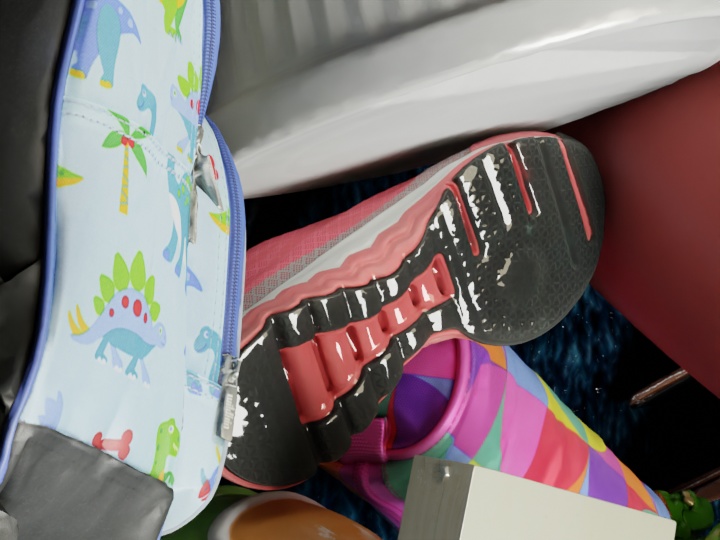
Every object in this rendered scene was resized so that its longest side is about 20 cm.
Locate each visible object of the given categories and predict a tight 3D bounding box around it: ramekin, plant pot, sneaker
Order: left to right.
[{"bbox_3d":[0.000,0.000,0.959,0.200,0.087,0.074,-30,119,-32],"label":"sneaker"},{"bbox_3d":[0.028,-0.096,0.913,0.202,0.202,0.095,-9,82,-53],"label":"ramekin"},{"bbox_3d":[0.174,-0.028,1.018,0.199,0.178,0.202,-6,119,-11],"label":"plant pot"}]

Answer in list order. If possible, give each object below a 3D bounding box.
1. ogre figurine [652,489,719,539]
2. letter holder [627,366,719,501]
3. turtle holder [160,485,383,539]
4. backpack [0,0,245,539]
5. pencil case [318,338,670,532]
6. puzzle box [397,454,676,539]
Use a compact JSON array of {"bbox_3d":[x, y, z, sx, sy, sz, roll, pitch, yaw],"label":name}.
[{"bbox_3d":[0.164,0.142,1.163,0.119,0.199,0.099,9,76,-35],"label":"ogre figurine"},{"bbox_3d":[0.195,0.036,1.258,0.199,0.142,0.101,-9,71,-52],"label":"letter holder"},{"bbox_3d":[-0.034,0.168,0.917,0.141,0.131,0.187,42,61,-49],"label":"turtle holder"},{"bbox_3d":[-0.121,-0.022,0.731,0.147,0.182,0.202,30,63,-61],"label":"backpack"},{"bbox_3d":[0.052,0.082,1.065,0.200,0.088,0.089,43,61,-46],"label":"pencil case"},{"bbox_3d":[0.043,0.168,0.888,0.133,0.025,0.201,21,79,-53],"label":"puzzle box"}]
